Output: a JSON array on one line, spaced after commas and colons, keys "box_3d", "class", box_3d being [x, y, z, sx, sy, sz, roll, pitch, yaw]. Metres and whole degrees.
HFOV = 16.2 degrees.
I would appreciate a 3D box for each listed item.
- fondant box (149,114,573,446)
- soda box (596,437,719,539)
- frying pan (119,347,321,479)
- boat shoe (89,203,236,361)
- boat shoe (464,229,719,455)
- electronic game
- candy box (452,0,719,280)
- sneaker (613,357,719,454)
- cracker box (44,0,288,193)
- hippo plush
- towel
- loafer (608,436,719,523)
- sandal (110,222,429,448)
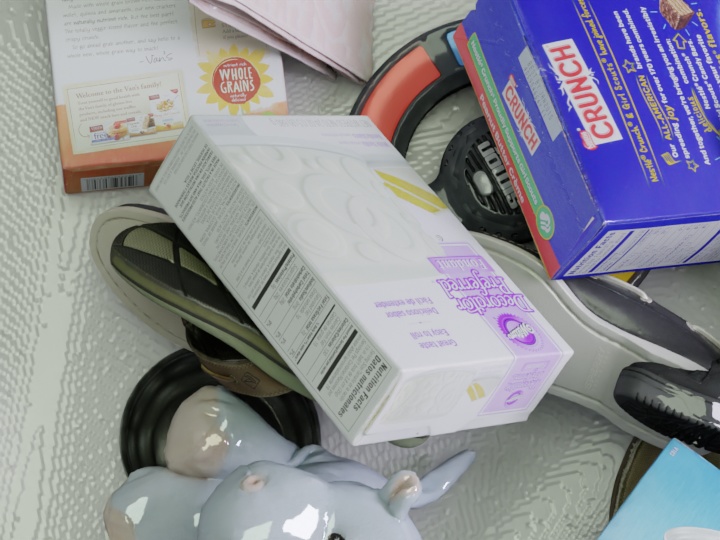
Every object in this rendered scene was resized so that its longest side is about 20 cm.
[{"box_3d": [0.000, 0.000, 1.360, 0.144, 0.058, 0.200, -4, 46, -48], "class": "fondant box"}, {"box_3d": [0.134, 0.191, 1.344, 0.068, 0.064, 0.200, 36, 83, 13], "class": "soda box"}, {"box_3d": [-0.076, 0.062, 1.445, 0.115, 0.031, 0.190, 8, 71, -5], "class": "frying pan"}, {"box_3d": [-0.057, 0.012, 1.430, 0.200, 0.073, 0.063, 24, 31, 7], "class": "boat shoe"}, {"box_3d": [0.127, 0.032, 1.423, 0.200, 0.060, 0.074, 27, 119, 13], "class": "boat shoe"}, {"box_3d": [0.086, -0.054, 1.482, 0.200, 0.042, 0.200, 1, 76, -4], "class": "electronic game"}, {"box_3d": [0.176, -0.089, 1.434, 0.200, 0.077, 0.169, -5, 63, -28], "class": "candy box"}, {"box_3d": [0.242, 0.057, 1.350, 0.200, 0.060, 0.104, 20, 77, -2], "class": "sneaker"}, {"box_3d": [-0.118, -0.152, 1.485, 0.134, 0.058, 0.200, -5, 77, -6], "class": "cracker box"}, {"box_3d": [-0.031, 0.162, 1.337, 0.200, 0.161, 0.160, 17, 95, -16], "class": "hippo plush"}, {"box_3d": [-0.046, -0.223, 1.450, 0.032, 0.191, 0.200, -7, 74, 27], "class": "towel"}, {"box_3d": [0.173, 0.171, 1.416, 0.076, 0.067, 0.200, 11, 75, -1], "class": "loafer"}, {"box_3d": [-0.053, 0.043, 1.359, 0.201, 0.080, 0.057, 35, 118, 3], "class": "sandal"}]
